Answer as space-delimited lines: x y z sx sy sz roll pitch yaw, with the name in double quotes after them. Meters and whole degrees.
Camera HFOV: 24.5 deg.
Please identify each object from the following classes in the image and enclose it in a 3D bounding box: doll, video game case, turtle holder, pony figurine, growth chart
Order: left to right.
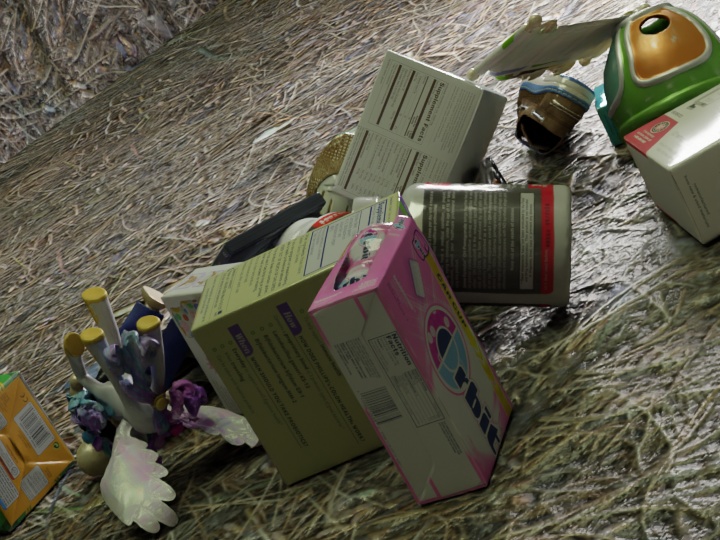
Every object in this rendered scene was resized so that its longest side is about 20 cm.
-0.231 0.123 1.694 0.201 0.136 0.048 -60 24 7 "doll"
-0.203 0.134 1.577 0.166 0.202 0.192 -31 32 -29 "pony figurine"
-0.126 0.002 1.799 0.142 0.019 0.200 -31 -13 -38 "video game case"
0.199 -0.225 1.670 0.199 0.018 0.144 -14 -13 -40 "growth chart"
0.315 -0.193 1.677 0.140 0.133 0.185 -28 -10 27 "turtle holder"

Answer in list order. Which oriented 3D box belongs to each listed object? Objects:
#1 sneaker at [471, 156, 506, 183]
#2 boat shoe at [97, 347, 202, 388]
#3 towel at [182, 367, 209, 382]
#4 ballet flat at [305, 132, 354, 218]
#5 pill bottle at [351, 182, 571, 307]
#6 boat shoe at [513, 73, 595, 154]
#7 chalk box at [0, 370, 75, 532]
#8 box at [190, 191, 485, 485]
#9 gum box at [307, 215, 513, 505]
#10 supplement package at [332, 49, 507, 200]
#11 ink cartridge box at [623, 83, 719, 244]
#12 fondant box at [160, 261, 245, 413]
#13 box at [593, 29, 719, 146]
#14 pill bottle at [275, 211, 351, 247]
0.118 -0.053 1.728 0.091 0.076 0.200 -30 17 13 "sneaker"
-0.180 0.083 1.758 0.199 0.061 0.074 -28 -20 -7 "boat shoe"
-0.111 0.076 1.806 0.199 0.024 0.152 -11 25 47 "towel"
-0.034 -0.055 1.849 0.070 0.202 0.066 10 30 -14 "ballet flat"
0.092 -0.024 1.508 0.198 0.112 0.111 1 23 6 "pill bottle"
0.207 -0.176 1.901 0.073 0.072 0.200 -60 3 -4 "boat shoe"
-0.432 0.206 1.779 0.199 0.126 0.124 -17 21 37 "chalk box"
-0.016 0.060 1.445 0.198 0.177 0.097 -24 23 16 "box"
0.041 0.067 1.310 0.066 0.201 0.114 -19 22 26 "gum box"
0.067 -0.135 1.751 0.200 0.110 0.157 -18 -50 -78 "supplement package"
0.362 -0.123 1.523 0.199 0.083 0.147 -29 18 1 "ink cartridge box"
-0.087 0.064 1.601 0.199 0.145 0.058 -8 28 48 "fondant box"
0.356 -0.209 1.818 0.198 0.049 0.082 -25 19 15 "box"
0.000 0.000 1.669 0.116 0.117 0.199 -38 24 -26 "pill bottle"
